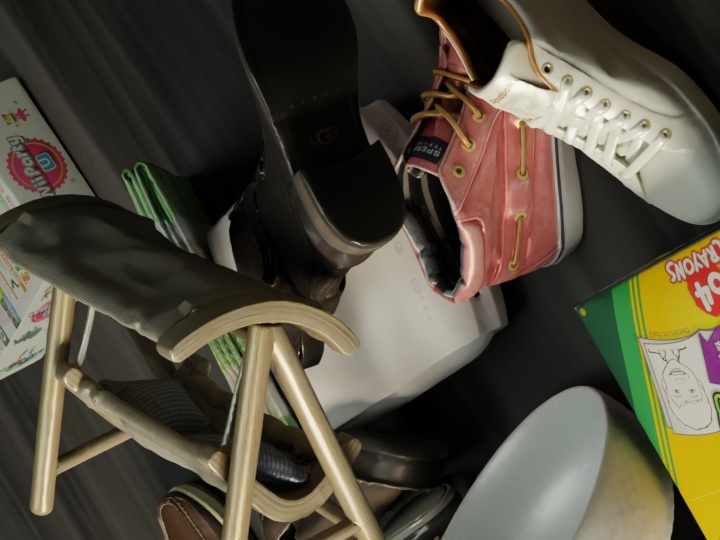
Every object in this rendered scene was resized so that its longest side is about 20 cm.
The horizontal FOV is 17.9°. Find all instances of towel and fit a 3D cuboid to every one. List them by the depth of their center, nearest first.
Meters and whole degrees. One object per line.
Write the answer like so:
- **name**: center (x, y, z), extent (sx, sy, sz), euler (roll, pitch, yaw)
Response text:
- **towel**: center (-0.091, 0.027, 1.472), extent (0.201, 0.031, 0.149), euler (62, -176, 6)

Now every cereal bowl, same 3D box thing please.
- **cereal bowl**: center (0.109, 0.169, 1.255), extent (0.083, 0.201, 0.200), euler (31, 145, -11)

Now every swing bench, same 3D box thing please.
- **swing bench**: center (-0.101, 0.065, 1.295), extent (0.198, 0.129, 0.201), euler (27, 133, 45)

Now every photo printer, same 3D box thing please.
- **photo printer**: center (0.000, 0.000, 1.374), extent (0.167, 0.069, 0.200), euler (62, 145, 5)

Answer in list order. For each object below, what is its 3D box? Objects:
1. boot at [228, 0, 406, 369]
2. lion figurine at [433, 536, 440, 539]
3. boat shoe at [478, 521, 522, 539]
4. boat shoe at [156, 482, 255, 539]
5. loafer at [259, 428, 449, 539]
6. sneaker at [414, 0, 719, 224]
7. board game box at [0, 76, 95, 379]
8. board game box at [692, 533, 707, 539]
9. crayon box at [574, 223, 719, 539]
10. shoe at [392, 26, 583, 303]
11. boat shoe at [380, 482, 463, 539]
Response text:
- **boot**: center (-0.046, -0.059, 1.288), extent (0.174, 0.069, 0.201), euler (131, 125, -63)
- **lion figurine**: center (0.038, 0.266, 1.341), extent (0.122, 0.072, 0.201), euler (-37, 54, 24)
- **boat shoe**: center (0.120, 0.238, 1.374), extent (0.062, 0.072, 0.201), euler (134, 116, -74)
- **boat shoe**: center (-0.097, 0.248, 1.643), extent (0.203, 0.075, 0.075), euler (54, 144, 16)
- **loafer**: center (-0.004, 0.145, 1.427), extent (0.200, 0.073, 0.072), euler (151, 122, -61)
- **sneaker**: center (0.104, -0.085, 1.151), extent (0.200, 0.085, 0.073), euler (43, 138, 4)
- **board game box**: center (-0.272, -0.026, 1.721), extent (0.148, 0.064, 0.200), euler (56, 145, 12)
- **board game box**: center (0.174, 0.261, 1.270), extent (0.135, 0.028, 0.200), euler (47, 120, 17)
- **crayon box**: center (0.219, 0.053, 1.123), extent (0.173, 0.058, 0.200), euler (61, 145, 2)
- **shoe**: center (0.061, -0.085, 1.225), extent (0.071, 0.091, 0.201), euler (12, 119, 49)
- **boat shoe**: center (0.026, 0.191, 1.465), extent (0.057, 0.067, 0.200), euler (46, 145, -1)
